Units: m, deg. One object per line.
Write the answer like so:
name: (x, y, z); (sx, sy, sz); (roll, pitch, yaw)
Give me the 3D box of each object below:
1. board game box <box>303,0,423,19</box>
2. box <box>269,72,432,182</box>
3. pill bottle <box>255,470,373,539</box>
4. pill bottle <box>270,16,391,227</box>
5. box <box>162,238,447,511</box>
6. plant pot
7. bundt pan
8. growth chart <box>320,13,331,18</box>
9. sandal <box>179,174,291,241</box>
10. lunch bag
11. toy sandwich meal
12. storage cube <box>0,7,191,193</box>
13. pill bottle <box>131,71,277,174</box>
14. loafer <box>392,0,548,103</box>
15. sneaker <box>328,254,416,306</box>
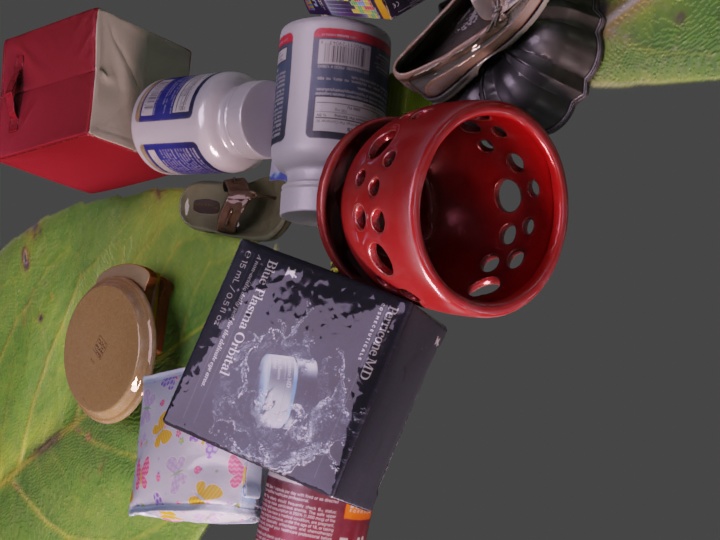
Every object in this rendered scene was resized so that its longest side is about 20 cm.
board game box: (0.055, -0.324, 1.452); (0.165, 0.199, 0.057); (19, 137, 58)
box: (-0.011, -0.153, 1.585); (0.199, 0.048, 0.123); (2, 81, 44)
pill bottle: (-0.047, 0.258, 1.469); (0.114, 0.114, 0.201); (8, 86, 46)
pill bottle: (-0.033, -0.151, 1.491); (0.119, 0.119, 0.201); (-4, 77, 45)
box: (-0.052, 0.100, 1.384); (0.199, 0.117, 0.198); (20, 82, 24)
plant pot: (0.073, -0.060, 1.377); (0.182, 0.199, 0.202); (4, 82, 55)
bundt pan: (0.143, -0.228, 1.429); (0.201, 0.076, 0.203); (-15, 68, 42)
growth chart: (0.007, -0.369, 1.647); (0.200, 0.018, 0.146); (-33, 58, 36)
sandal: (-0.152, -0.076, 1.702); (0.200, 0.057, 0.080); (-2, 79, 39)
lunch bag: (-0.161, 0.197, 1.597); (0.200, 0.127, 0.171); (-17, 65, 53)
toy sandwich meal: (-0.303, 0.094, 1.815); (0.204, 0.070, 0.207); (-8, 79, 43)
storage cube: (-0.340, -0.214, 1.843); (0.179, 0.199, 0.172); (-9, 72, 37)
pill bottle: (-0.172, -0.175, 1.708); (0.199, 0.119, 0.121); (3, 82, 46)
loafer: (0.111, -0.241, 1.363); (0.200, 0.063, 0.072); (-47, 49, 27)
sneaker: (0.000, 0.000, 1.508); (0.074, 0.084, 0.201); (-43, 53, 27)
